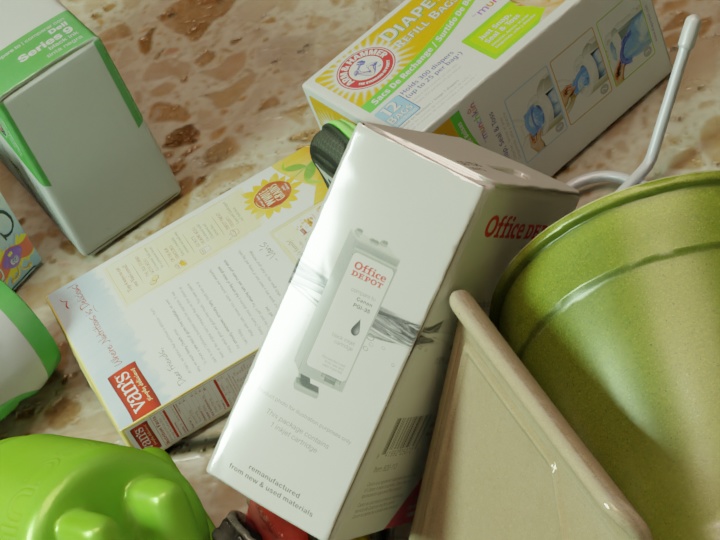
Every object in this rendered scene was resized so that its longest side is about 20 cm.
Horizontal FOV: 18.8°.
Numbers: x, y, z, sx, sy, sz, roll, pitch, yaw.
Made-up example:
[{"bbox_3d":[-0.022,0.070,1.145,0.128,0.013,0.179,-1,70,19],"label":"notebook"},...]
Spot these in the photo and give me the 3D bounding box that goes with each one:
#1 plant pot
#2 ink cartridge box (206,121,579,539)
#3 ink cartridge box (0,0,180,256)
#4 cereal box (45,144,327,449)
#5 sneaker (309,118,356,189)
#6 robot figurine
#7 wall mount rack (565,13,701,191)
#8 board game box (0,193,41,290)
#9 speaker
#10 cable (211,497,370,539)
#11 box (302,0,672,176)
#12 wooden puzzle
[{"bbox_3d":[0.175,0.089,1.061,0.199,0.201,0.194,-15,54,11],"label":"plant pot"},{"bbox_3d":[0.020,0.030,1.134,0.083,0.146,0.201,28,101,22],"label":"ink cartridge box"},{"bbox_3d":[-0.224,-0.125,1.484,0.084,0.146,0.200,-35,43,-11],"label":"ink cartridge box"},{"bbox_3d":[-0.083,0.017,1.351,0.199,0.040,0.144,-30,44,-5],"label":"cereal box"},{"bbox_3d":[0.000,0.000,1.260,0.083,0.077,0.201,-18,64,3],"label":"sneaker"},{"bbox_3d":[-0.159,0.149,1.177,0.175,0.116,0.200,-27,16,-34],"label":"robot figurine"},{"bbox_3d":[0.198,-0.056,1.263,0.200,0.075,0.174,23,60,40],"label":"wall mount rack"},{"bbox_3d":[-0.332,-0.033,1.475,0.199,0.103,0.105,19,58,39],"label":"board game box"},{"bbox_3d":[-0.281,0.093,1.338,0.200,0.089,0.088,-42,44,-18],"label":"speaker"},{"bbox_3d":[-0.008,0.168,1.127,0.050,0.097,0.200,-60,38,13],"label":"cable"},{"bbox_3d":[0.080,-0.120,1.365,0.200,0.102,0.112,-41,44,-17],"label":"box"},{"bbox_3d":[0.080,0.136,1.044,0.037,0.201,0.185,-9,37,-21],"label":"wooden puzzle"}]
